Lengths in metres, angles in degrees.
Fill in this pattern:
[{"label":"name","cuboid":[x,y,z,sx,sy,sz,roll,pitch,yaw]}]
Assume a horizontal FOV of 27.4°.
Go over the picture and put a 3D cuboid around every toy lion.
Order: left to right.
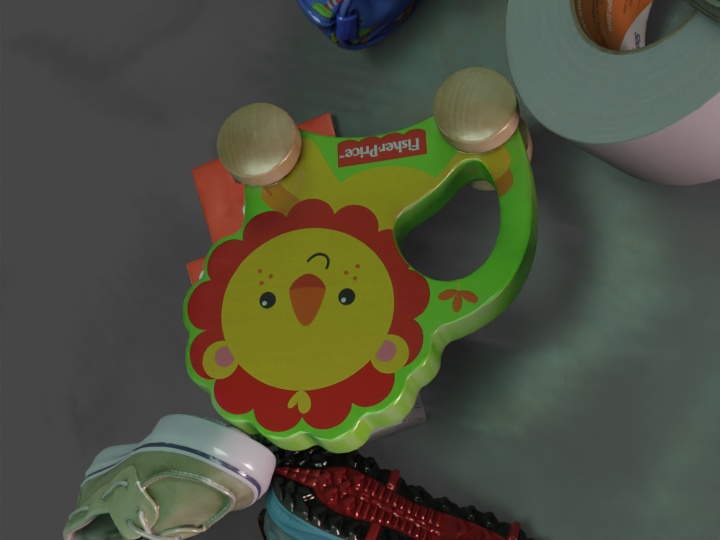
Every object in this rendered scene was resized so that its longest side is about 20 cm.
[{"label":"toy lion","cuboid":[0.000,0.000,0.803,0.198,0.069,0.194,-9,68,12]}]

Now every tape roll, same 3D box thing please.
[{"label":"tape roll","cuboid":[0.169,-0.148,0.763,0.199,0.066,0.202,-27,52,41]}]

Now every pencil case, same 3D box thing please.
[{"label":"pencil case","cuboid":[-0.049,-0.216,0.895,0.087,0.078,0.200,-41,70,-17]}]

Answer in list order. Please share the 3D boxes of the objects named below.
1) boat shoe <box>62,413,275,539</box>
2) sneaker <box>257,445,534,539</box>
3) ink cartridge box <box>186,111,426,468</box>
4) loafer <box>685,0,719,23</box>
[{"label":"boat shoe","cuboid":[-0.113,0.133,0.854,0.072,0.200,0.062,34,61,-18]},{"label":"sneaker","cuboid":[0.033,0.178,0.847,0.199,0.079,0.096,30,132,9]},{"label":"ink cartridge box","cuboid":[-0.043,0.012,0.890,0.108,0.050,0.202,-20,79,19]},{"label":"loafer","cuboid":[0.146,-0.185,0.697,0.070,0.069,0.201,-48,41,24]}]
